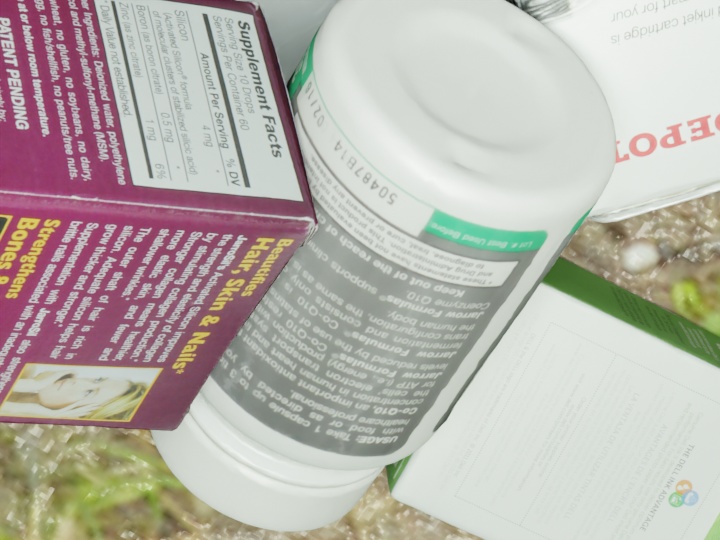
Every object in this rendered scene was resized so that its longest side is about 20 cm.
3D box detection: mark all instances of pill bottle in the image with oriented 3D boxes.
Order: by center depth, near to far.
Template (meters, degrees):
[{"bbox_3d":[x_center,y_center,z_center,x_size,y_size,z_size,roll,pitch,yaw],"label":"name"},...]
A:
[{"bbox_3d":[0.000,0.000,0.913,0.113,0.113,0.200,23,131,-10],"label":"pill bottle"}]

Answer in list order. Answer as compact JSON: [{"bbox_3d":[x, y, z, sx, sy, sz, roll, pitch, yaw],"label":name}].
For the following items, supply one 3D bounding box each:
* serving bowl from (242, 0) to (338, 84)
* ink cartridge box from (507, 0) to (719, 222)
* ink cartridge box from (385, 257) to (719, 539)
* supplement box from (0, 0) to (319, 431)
[{"bbox_3d":[-0.067,-0.160,0.917,0.199,0.066,0.201,-1,108,-4],"label":"serving bowl"},{"bbox_3d":[0.119,-0.136,0.926,0.144,0.084,0.201,-15,107,1],"label":"ink cartridge box"},{"bbox_3d":[0.119,0.076,1.005,0.200,0.059,0.104,25,104,-11],"label":"ink cartridge box"},{"bbox_3d":[-0.135,-0.025,0.837,0.199,0.103,0.131,5,142,-28],"label":"supplement box"}]
